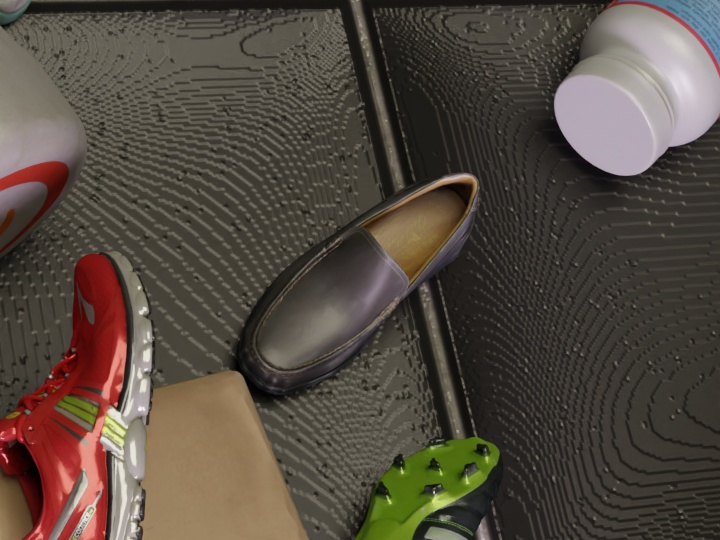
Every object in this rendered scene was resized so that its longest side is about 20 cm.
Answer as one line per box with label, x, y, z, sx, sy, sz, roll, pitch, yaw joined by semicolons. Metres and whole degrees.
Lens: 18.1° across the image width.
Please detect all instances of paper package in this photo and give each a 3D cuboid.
paper package;-0.136;0.175;1.266;0.199;0.104;0.192;-14;70;-26

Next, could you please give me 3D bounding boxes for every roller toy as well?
roller toy;-0.264;-0.070;1.296;0.140;0.200;0.182;52;30;9

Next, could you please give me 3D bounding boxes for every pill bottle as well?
pill bottle;0.220;-0.157;1.561;0.109;0.109;0.200;42;58;4

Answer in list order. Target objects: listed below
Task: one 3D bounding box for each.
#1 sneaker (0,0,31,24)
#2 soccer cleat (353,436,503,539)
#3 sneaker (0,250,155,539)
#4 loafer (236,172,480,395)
sneaker;-0.207;-0.269;1.437;0.077;0.140;0.201;13;61;-14
soccer cleat;0.030;0.172;1.356;0.067;0.082;0.200;8;33;27
sneaker;-0.155;0.077;1.206;0.084;0.077;0.201;6;62;-12
loafer;0.000;0.000;1.421;0.073;0.072;0.200;43;59;3
